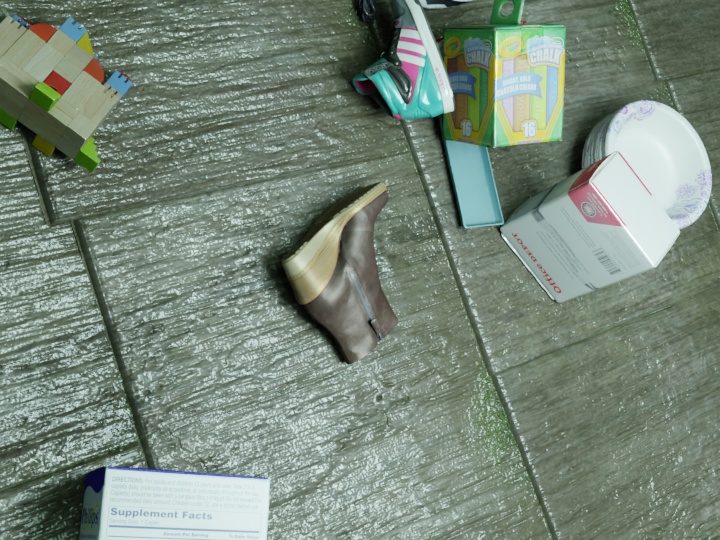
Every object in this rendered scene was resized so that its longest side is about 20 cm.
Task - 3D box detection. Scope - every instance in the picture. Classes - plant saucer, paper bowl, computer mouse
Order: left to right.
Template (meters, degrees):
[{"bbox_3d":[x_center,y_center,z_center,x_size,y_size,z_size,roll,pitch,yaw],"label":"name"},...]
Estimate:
[{"bbox_3d":[0.083,-0.411,1.405,0.198,0.044,0.111,-4,74,-21],"label":"computer mouse"},{"bbox_3d":[0.152,-0.158,1.387,0.069,0.019,0.202,-7,81,-28],"label":"plant saucer"},{"bbox_3d":[0.422,-0.147,1.469,0.199,0.104,0.202,6,75,-25],"label":"paper bowl"}]

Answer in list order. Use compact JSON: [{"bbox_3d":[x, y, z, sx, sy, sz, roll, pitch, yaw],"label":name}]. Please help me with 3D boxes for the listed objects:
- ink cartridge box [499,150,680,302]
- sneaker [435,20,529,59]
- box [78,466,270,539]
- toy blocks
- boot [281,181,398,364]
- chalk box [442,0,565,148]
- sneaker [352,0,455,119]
[{"bbox_3d":[0.310,-0.055,1.336,0.147,0.200,0.083,50,58,-7],"label":"ink cartridge box"},{"bbox_3d":[0.174,-0.309,1.403,0.199,0.078,0.083,-13,88,-26],"label":"sneaker"},{"bbox_3d":[-0.204,0.318,1.039,0.183,0.105,0.202,10,74,-24],"label":"box"},{"bbox_3d":[-0.353,-0.230,1.123,0.200,0.100,0.137,36,53,-15],"label":"toy blocks"},{"bbox_3d":[0.000,0.000,1.257,0.200,0.072,0.167,-45,111,-29],"label":"boot"},{"bbox_3d":[0.193,-0.276,1.318,0.123,0.124,0.202,-10,106,-27],"label":"chalk box"},{"bbox_3d":[0.042,-0.289,1.319,0.120,0.084,0.201,-19,76,0],"label":"sneaker"}]
